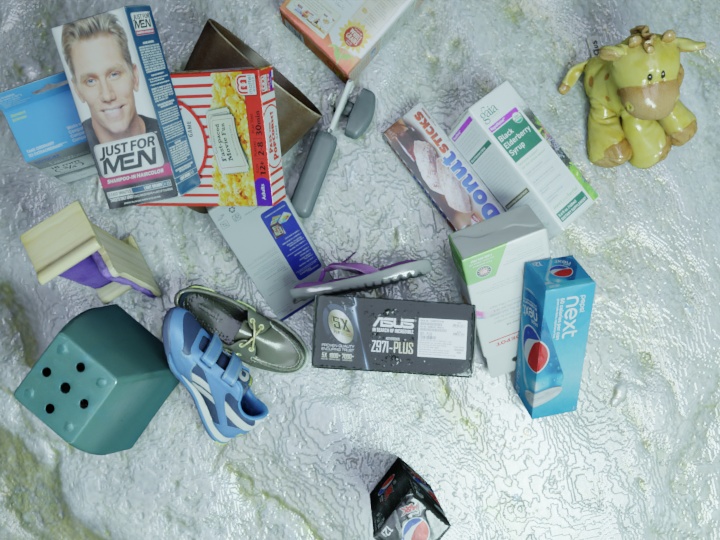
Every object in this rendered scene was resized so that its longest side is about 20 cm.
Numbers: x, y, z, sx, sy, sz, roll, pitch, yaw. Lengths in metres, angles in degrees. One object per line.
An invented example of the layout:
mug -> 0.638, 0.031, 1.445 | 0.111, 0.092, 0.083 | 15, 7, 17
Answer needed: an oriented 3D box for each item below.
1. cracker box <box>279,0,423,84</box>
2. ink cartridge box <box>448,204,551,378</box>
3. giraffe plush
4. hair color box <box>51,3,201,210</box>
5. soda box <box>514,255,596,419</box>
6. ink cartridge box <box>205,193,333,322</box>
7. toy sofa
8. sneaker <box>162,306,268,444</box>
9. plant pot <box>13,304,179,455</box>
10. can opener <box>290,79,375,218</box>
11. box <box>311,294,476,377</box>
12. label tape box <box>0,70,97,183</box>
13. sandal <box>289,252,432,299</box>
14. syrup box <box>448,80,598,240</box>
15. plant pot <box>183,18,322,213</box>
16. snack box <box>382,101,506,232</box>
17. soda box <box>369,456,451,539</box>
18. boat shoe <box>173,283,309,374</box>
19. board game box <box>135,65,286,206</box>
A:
cracker box -> 0.000, -0.382, 1.040 | 0.134, 0.058, 0.201 | 42, 88, 2
ink cartridge box -> 0.192, 0.031, 0.978 | 0.114, 0.068, 0.204 | -19, 123, -2
giraffe plush -> 0.367, -0.245, 0.976 | 0.170, 0.162, 0.203 | -32, 87, -2
hair color box -> -0.258, -0.179, 0.834 | 0.097, 0.061, 0.205 | -8, 107, 18
soda box -> 0.242, 0.087, 0.945 | 0.066, 0.065, 0.205 | -9, 122, -9
ink cartridge box -> -0.115, -0.033, 0.992 | 0.098, 0.039, 0.203 | -30, 124, -4
toy sofa -> -0.331, -0.003, 0.942 | 0.081, 0.200, 0.099 | -30, 81, -3
sneaker -> -0.186, 0.128, 0.964 | 0.080, 0.075, 0.203 | -17, 116, 18
plant pot -> -0.329, 0.137, 0.931 | 0.140, 0.200, 0.143 | 37, 86, 3
can opener -> -0.040, -0.166, 1.027 | 0.065, 0.053, 0.204 | 25, 86, 1
box -> 0.040, 0.082, 0.953 | 0.194, 0.164, 0.089 | 3, 86, 1
label tape box -> -0.356, -0.181, 0.954 | 0.141, 0.200, 0.065 | -19, 85, -1
sandal -> -0.002, 0.001, 1.002 | 0.197, 0.082, 0.051 | -10, 84, -16
syrup box -> 0.215, -0.142, 1.003 | 0.078, 0.081, 0.202 | -36, 87, -22
plant pot -> -0.179, -0.182, 0.980 | 0.186, 0.187, 0.201 | 40, 101, 3
snack box -> 0.116, -0.132, 1.038 | 0.071, 0.024, 0.202 | -37, 86, -4
soda box -> 0.056, 0.292, 0.919 | 0.063, 0.200, 0.071 | 40, 87, 1
boat shoe -> -0.161, 0.081, 1.004 | 0.198, 0.060, 0.073 | 28, 87, 2
board game box -> -0.192, -0.156, 0.883 | 0.194, 0.046, 0.156 | 1, 110, 16
